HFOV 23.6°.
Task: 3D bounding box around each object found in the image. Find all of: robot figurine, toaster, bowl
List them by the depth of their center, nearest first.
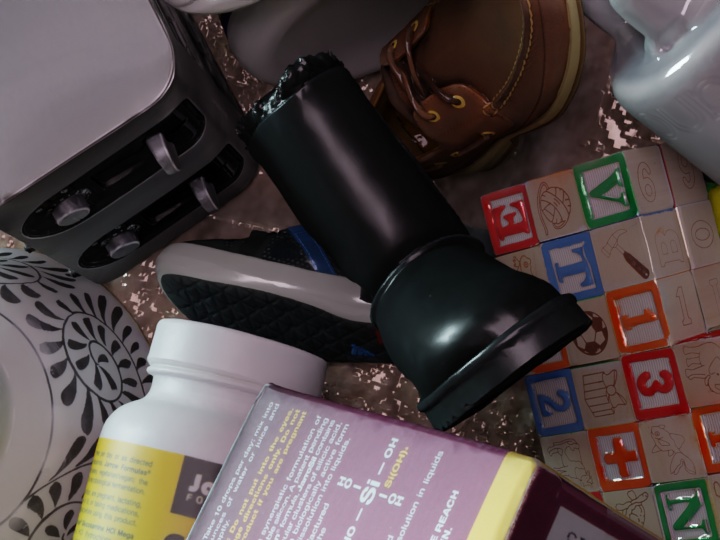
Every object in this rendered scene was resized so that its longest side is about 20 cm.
[{"bbox_3d":[0.186,-0.081,0.726,0.200,0.170,0.113,36,93,-15],"label":"robot figurine"},{"bbox_3d":[-0.146,-0.109,0.837,0.118,0.181,0.201,-28,76,2],"label":"toaster"},{"bbox_3d":[-0.204,0.077,0.852,0.199,0.094,0.202,-2,77,10],"label":"bowl"}]

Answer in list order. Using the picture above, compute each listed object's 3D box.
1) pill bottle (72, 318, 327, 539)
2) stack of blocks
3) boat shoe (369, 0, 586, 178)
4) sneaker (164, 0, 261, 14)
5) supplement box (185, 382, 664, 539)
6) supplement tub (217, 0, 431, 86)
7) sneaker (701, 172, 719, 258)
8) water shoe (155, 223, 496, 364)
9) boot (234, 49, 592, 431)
[{"bbox_3d":[-0.079,0.130,0.808,0.112,0.112,0.201,11,81,12],"label":"pill bottle"},{"bbox_3d":[0.135,0.047,0.768,0.115,0.058,0.201,-17,87,44],"label":"stack of blocks"},{"bbox_3d":[0.046,-0.087,0.783,0.067,0.200,0.072,-19,78,-18],"label":"boat shoe"},{"bbox_3d":[-0.012,-0.159,0.710,0.199,0.080,0.071,-7,53,20],"label":"sneaker"},{"bbox_3d":[0.034,0.129,0.694,0.200,0.131,0.104,9,70,56],"label":"supplement box"},{"bbox_3d":[-0.029,-0.209,0.853,0.145,0.145,0.201,-25,75,4],"label":"supplement tub"},{"bbox_3d":[0.193,0.041,0.810,0.085,0.078,0.201,-32,79,40],"label":"sneaker"},{"bbox_3d":[0.000,0.000,0.854,0.199,0.072,0.079,8,60,6],"label":"water shoe"},{"bbox_3d":[0.015,-0.018,0.717,0.073,0.198,0.163,-33,86,-5],"label":"boot"}]
